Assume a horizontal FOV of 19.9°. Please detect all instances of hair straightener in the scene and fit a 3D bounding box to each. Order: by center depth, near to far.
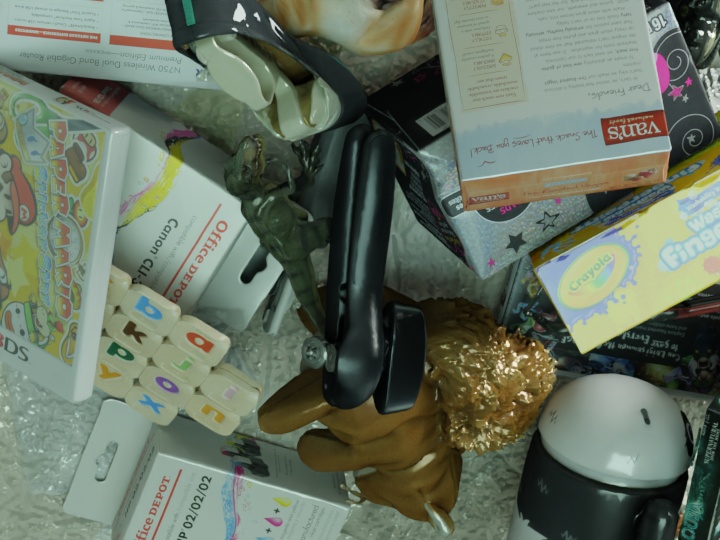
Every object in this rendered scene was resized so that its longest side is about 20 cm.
[{"bbox_3d":[0.218,0.002,1.545,0.199,0.041,0.077,-12,95,5],"label":"hair straightener"}]

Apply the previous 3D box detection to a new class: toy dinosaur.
[{"bbox_3d":[-0.039,-0.033,1.430,0.047,0.088,0.200,8,139,39],"label":"toy dinosaur"}]

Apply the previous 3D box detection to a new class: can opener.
[{"bbox_3d":[0.000,0.000,1.410,0.078,0.063,0.201,-6,99,-34],"label":"can opener"},{"bbox_3d":[-0.046,-0.042,1.503,0.066,0.053,0.201,19,112,-15],"label":"can opener"}]

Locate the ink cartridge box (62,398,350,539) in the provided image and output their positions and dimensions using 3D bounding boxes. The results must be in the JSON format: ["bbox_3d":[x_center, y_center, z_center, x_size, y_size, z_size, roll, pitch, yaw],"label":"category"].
[{"bbox_3d":[-0.122,0.186,1.597,0.199,0.068,0.115,18,112,-14],"label":"ink cartridge box"}]

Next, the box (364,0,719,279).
[{"bbox_3d":[0.125,-0.104,1.427,0.200,0.132,0.115,-32,117,-6],"label":"box"}]

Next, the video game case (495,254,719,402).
[{"bbox_3d":[0.213,0.006,1.571,0.199,0.023,0.182,10,114,-11],"label":"video game case"}]

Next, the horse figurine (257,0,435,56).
[{"bbox_3d":[-0.008,-0.195,1.396,0.199,0.050,0.133,9,110,-32],"label":"horse figurine"}]

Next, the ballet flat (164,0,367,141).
[{"bbox_3d":[-0.061,-0.126,1.358,0.073,0.073,0.200,-38,139,12],"label":"ballet flat"}]

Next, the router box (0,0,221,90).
[{"bbox_3d":[-0.147,-0.220,1.408,0.199,0.049,0.180,5,115,-9],"label":"router box"}]

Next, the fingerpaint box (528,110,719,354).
[{"bbox_3d":[0.218,-0.036,1.433,0.200,0.167,0.074,-29,101,6],"label":"fingerpaint box"}]

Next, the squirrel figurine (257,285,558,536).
[{"bbox_3d":[0.048,0.109,1.532,0.199,0.142,0.187,-15,125,19],"label":"squirrel figurine"}]

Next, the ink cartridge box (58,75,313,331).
[{"bbox_3d":[-0.146,-0.040,1.461,0.200,0.068,0.117,32,110,-4],"label":"ink cartridge box"}]

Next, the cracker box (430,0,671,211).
[{"bbox_3d":[0.116,-0.146,1.325,0.133,0.201,0.058,-8,159,2],"label":"cracker box"}]

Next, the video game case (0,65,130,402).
[{"bbox_3d":[-0.240,-0.034,1.412,0.023,0.182,0.201,-16,124,-50],"label":"video game case"}]

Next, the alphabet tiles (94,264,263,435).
[{"bbox_3d":[-0.166,0.050,1.480,0.200,0.015,0.196,33,153,-4],"label":"alphabet tiles"}]

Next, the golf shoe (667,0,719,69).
[{"bbox_3d":[0.278,-0.235,1.443,0.094,0.078,0.201,7,118,-29],"label":"golf shoe"}]

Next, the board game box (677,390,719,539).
[{"bbox_3d":[0.297,0.103,1.530,0.028,0.200,0.136,23,131,23],"label":"board game box"}]

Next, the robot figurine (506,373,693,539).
[{"bbox_3d":[0.182,0.176,1.563,0.150,0.125,0.201,21,114,22],"label":"robot figurine"}]
